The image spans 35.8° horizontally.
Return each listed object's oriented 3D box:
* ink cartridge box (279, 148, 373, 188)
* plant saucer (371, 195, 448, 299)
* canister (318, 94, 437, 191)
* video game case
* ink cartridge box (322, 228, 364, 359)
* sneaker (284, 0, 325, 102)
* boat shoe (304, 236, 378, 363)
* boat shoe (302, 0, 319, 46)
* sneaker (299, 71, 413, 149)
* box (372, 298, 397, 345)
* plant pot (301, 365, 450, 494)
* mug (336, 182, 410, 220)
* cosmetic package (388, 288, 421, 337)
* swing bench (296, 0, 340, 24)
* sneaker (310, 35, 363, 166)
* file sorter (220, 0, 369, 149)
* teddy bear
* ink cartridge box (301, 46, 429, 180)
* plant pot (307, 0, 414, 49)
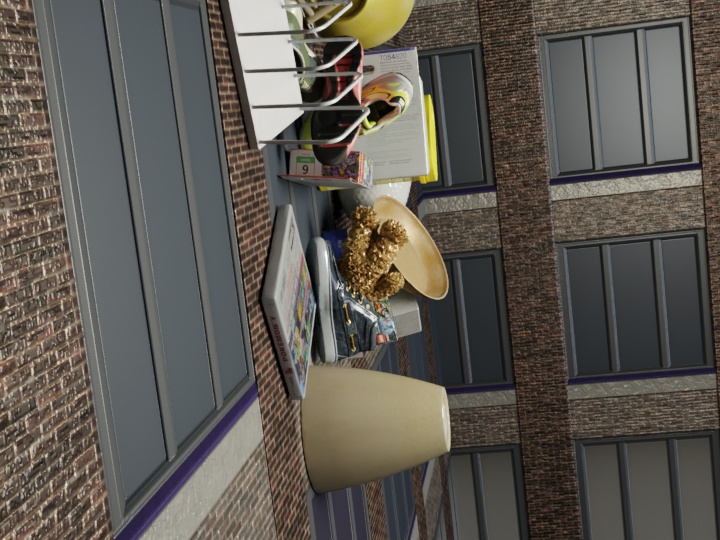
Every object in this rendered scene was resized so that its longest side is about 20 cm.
[{"bbox_3d":[-0.047,-0.152,1.647,0.200,0.107,0.051,-1,95,-81],"label":"ink cartridge box"},{"bbox_3d":[0.073,-0.031,1.868,0.200,0.035,0.201,42,29,-29],"label":"plant saucer"},{"bbox_3d":[0.024,-0.210,1.855,0.087,0.197,0.150,68,18,-60],"label":"canister"},{"bbox_3d":[-0.095,0.042,1.521,0.201,0.023,0.184,-86,167,-51],"label":"video game case"},{"bbox_3d":[-0.029,0.041,1.869,0.094,0.044,0.202,-85,166,-57],"label":"ink cartridge box"},{"bbox_3d":[-0.099,-0.285,1.577,0.201,0.066,0.091,70,24,-57],"label":"sneaker"},{"bbox_3d":[-0.028,0.038,1.678,0.071,0.090,0.203,-136,-143,-61],"label":"boat shoe"},{"bbox_3d":[-0.098,-0.435,1.672,0.067,0.056,0.203,-50,134,-77],"label":"boat shoe"},{"bbox_3d":[-0.014,-0.233,1.689,0.076,0.199,0.077,52,25,-22],"label":"sneaker"},{"bbox_3d":[0.021,0.044,1.897,0.200,0.037,0.138,-133,-150,-85],"label":"box"},{"bbox_3d":[0.029,0.227,1.637,0.187,0.197,0.190,-5,90,-81],"label":"plant pot"},{"bbox_3d":[0.014,-0.178,2.034,0.200,0.146,0.178,173,-82,-69],"label":"mug"},{"bbox_3d":[0.056,0.007,1.927,0.083,0.050,0.202,81,-7,-59],"label":"cosmetic package"},{"bbox_3d":[-0.032,-0.470,1.520,0.199,0.198,0.131,41,41,-54],"label":"swing bench"},{"bbox_3d":[-0.024,-0.235,1.613,0.087,0.073,0.203,73,24,-68],"label":"sneaker"},{"bbox_3d":[-0.075,-0.273,1.405,0.139,0.123,0.202,-51,137,-54],"label":"file sorter"},{"bbox_3d":[0.000,0.000,1.737,0.145,0.200,0.067,40,16,-4],"label":"teddy bear"},{"bbox_3d":[0.004,-0.242,1.759,0.041,0.197,0.203,-63,148,-77],"label":"ink cartridge box"},{"bbox_3d":[-0.021,-0.444,1.748,0.142,0.197,0.203,-51,135,-70],"label":"plant pot"}]
